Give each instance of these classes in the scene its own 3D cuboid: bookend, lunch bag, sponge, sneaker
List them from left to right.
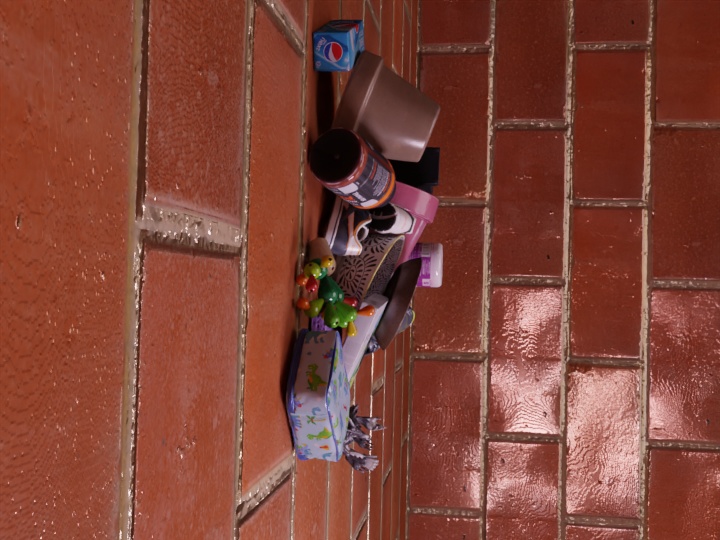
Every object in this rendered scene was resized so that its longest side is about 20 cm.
[{"bbox_3d":[-0.065,0.200,1.362,0.201,0.082,0.161,83,13,-47],"label":"lunch bag"},{"bbox_3d":[-0.062,0.134,1.559,0.200,0.030,0.112,7,86,-83],"label":"sponge"},{"bbox_3d":[-0.020,-0.101,1.599,0.079,0.079,0.201,112,-8,-48],"label":"sneaker"},{"bbox_3d":[0.027,-0.108,1.657,0.080,0.200,0.074,12,101,-42],"label":"sneaker"},{"bbox_3d":[0.043,0.139,1.866,0.200,0.074,0.081,-42,-171,34],"label":"sneaker"},{"bbox_3d":[0.092,-0.210,1.998,0.199,0.199,0.093,65,28,-71],"label":"bookend"}]

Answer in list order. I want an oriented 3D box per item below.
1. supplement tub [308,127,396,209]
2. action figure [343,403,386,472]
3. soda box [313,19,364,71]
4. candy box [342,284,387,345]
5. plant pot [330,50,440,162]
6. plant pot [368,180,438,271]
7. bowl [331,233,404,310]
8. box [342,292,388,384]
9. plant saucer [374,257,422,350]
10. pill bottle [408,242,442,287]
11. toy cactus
[{"bbox_3d":[-0.004,-0.171,1.493,0.200,0.106,0.108,27,63,-63],"label":"supplement tub"},{"bbox_3d":[0.001,0.360,1.799,0.200,0.102,0.119,79,26,-62],"label":"action figure"},{"bbox_3d":[-0.037,-0.411,1.535,0.200,0.064,0.068,-72,161,-66],"label":"soda box"},{"bbox_3d":[0.004,0.125,1.772,0.201,0.026,0.102,-60,161,-20],"label":"candy box"},{"bbox_3d":[0.049,-0.283,1.577,0.200,0.174,0.201,-158,-90,-90],"label":"plant pot"},{"bbox_3d":[0.049,-0.096,1.813,0.200,0.199,0.180,16,91,-82],"label":"plant pot"},{"bbox_3d":[0.000,0.000,1.654,0.201,0.094,0.201,-60,170,-18],"label":"bowl"},{"bbox_3d":[-0.009,0.144,1.581,0.201,0.036,0.144,-66,173,10],"label":"box"},{"bbox_3d":[0.068,0.061,1.691,0.200,0.037,0.201,-157,-90,-85],"label":"plant saucer"},{"bbox_3d":[0.102,-0.015,2.095,0.112,0.199,0.113,1,90,-81],"label":"pill bottle"},{"bbox_3d":[-0.052,0.016,1.407,0.200,0.102,0.166,43,29,-53],"label":"toy cactus"}]
